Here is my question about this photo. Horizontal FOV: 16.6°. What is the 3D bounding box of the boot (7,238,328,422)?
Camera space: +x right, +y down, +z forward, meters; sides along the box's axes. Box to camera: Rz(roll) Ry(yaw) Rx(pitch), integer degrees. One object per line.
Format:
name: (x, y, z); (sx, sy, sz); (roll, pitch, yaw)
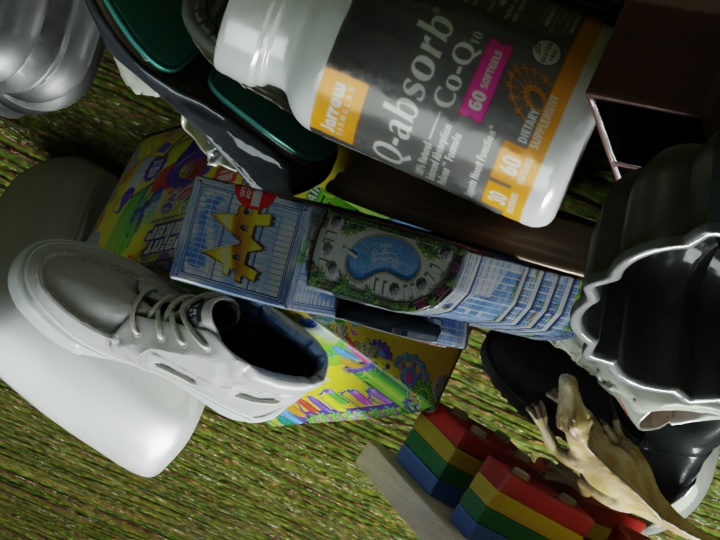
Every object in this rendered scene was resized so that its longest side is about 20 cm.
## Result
boot: (-0.114, 0.027, 1.525); (0.199, 0.074, 0.096); (25, 153, -19)

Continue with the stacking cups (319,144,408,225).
stacking cups: (0.039, -0.039, 1.533); (0.200, 0.061, 0.060); (34, 156, -22)

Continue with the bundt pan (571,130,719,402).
bundt pan: (0.204, -0.007, 1.211); (0.201, 0.076, 0.202); (2, 154, 1)

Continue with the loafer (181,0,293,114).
loafer: (-0.015, -0.107, 1.417); (0.199, 0.075, 0.070); (28, 154, -7)

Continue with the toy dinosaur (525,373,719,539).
toy dinosaur: (0.155, 0.125, 1.463); (0.200, 0.058, 0.101); (41, 180, -32)

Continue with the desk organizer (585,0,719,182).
desk organizer: (0.180, -0.065, 1.301); (0.071, 0.077, 0.200); (14, 155, 25)

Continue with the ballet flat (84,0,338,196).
ballet flat: (-0.101, -0.113, 1.451); (0.200, 0.073, 0.073); (42, 157, -1)

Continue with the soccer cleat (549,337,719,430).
soccer cleat: (0.154, 0.049, 1.426); (0.199, 0.078, 0.069); (17, -177, 36)

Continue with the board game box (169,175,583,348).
board game box: (0.000, 0.000, 1.377); (0.199, 0.062, 0.200); (16, -177, 37)

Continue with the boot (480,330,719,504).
boot: (0.174, 0.038, 1.496); (0.165, 0.066, 0.200); (37, 142, 7)

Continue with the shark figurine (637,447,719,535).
shark figurine: (0.217, 0.106, 1.620); (0.128, 0.089, 0.215); (25, 134, 35)

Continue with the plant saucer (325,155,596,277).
plant saucer: (0.078, -0.030, 1.416); (0.199, 0.030, 0.200); (16, -175, -1)

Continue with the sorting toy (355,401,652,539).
sorting toy: (0.121, 0.167, 1.559); (0.198, 0.070, 0.200); (29, -175, -23)

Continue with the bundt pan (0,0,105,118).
bundt pan: (-0.249, -0.143, 1.497); (0.201, 0.076, 0.202); (8, 173, 1)

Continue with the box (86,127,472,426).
box: (-0.052, 0.000, 1.630); (0.192, 0.122, 0.200); (37, 156, -26)

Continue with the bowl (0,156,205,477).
bowl: (-0.173, 0.019, 1.736); (0.200, 0.200, 0.075); (39, 127, -22)

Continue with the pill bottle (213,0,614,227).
pill bottle: (0.031, -0.111, 1.307); (0.199, 0.117, 0.116); (23, 158, 5)
